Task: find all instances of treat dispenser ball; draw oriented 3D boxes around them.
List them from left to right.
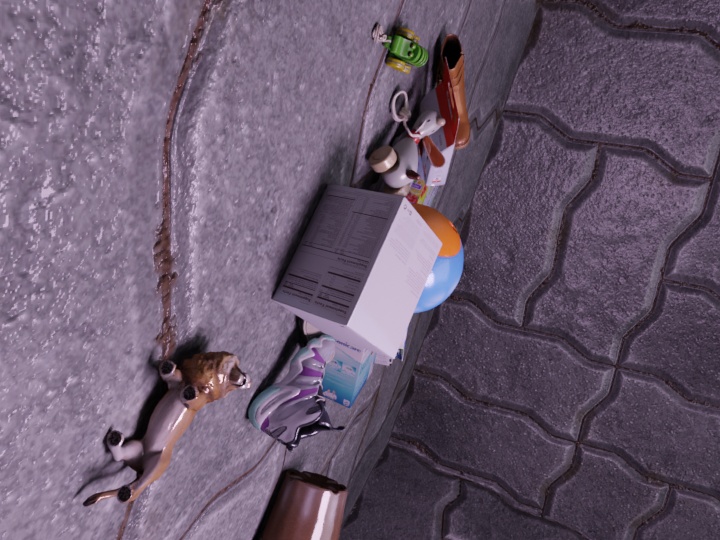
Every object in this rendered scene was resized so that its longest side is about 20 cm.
[{"bbox_3d":[0.089,-0.023,1.085,0.201,0.200,0.202,22,90,-77],"label":"treat dispenser ball"}]

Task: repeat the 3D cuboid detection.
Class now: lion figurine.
[{"bbox_3d":[-0.207,0.166,0.645,0.200,0.072,0.123,-50,170,-14],"label":"lion figurine"}]

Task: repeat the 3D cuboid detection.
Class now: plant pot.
[{"bbox_3d":[-0.126,0.568,1.329,0.200,0.199,0.200,49,55,-75],"label":"plant pot"}]

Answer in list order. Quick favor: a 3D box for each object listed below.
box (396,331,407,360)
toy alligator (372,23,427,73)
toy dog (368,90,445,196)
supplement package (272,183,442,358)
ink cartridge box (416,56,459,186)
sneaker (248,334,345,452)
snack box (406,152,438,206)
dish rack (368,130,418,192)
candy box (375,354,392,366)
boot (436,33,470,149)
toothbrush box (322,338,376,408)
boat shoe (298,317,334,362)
[{"bbox_3d":[0.080,0.086,1.274,0.122,0.047,0.202,142,-41,-86],"label":"box"},{"bbox_3d":[0.072,-0.349,0.937,0.200,0.054,0.060,-28,138,-70],"label":"toy alligator"},{"bbox_3d":[0.101,-0.217,1.065,0.132,0.096,0.201,29,79,-47],"label":"toy dog"},{"bbox_3d":[0.000,0.000,0.902,0.152,0.150,0.201,41,70,-51],"label":"supplement package"},{"bbox_3d":[0.150,-0.291,1.181,0.200,0.050,0.163,87,-2,-62],"label":"ink cartridge box"},{"bbox_3d":[-0.073,0.212,0.982,0.200,0.139,0.078,-48,158,-24],"label":"sneaker"},{"bbox_3d":[0.151,-0.228,1.411,0.201,0.067,0.169,-65,166,-9],"label":"snack box"},{"bbox_3d":[0.064,-0.175,1.202,0.172,0.043,0.201,78,36,-65],"label":"dish rack"},{"bbox_3d":[0.062,0.139,1.547,0.200,0.071,0.169,82,19,-66],"label":"candy box"},{"bbox_3d":[0.197,-0.372,1.237,0.155,0.076,0.202,75,15,-73],"label":"boot"},{"bbox_3d":[-0.016,0.188,1.361,0.147,0.085,0.201,-50,156,-54],"label":"toothbrush box"},{"bbox_3d":[-0.081,0.092,1.049,0.066,0.057,0.201,-21,140,-21],"label":"boat shoe"}]
